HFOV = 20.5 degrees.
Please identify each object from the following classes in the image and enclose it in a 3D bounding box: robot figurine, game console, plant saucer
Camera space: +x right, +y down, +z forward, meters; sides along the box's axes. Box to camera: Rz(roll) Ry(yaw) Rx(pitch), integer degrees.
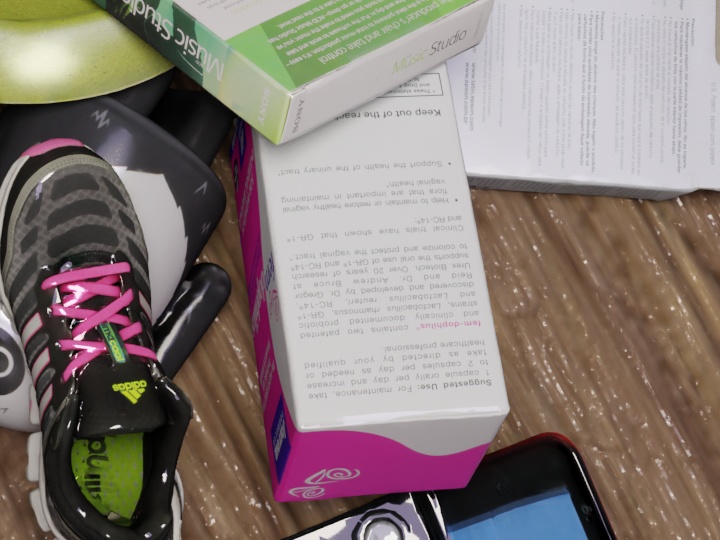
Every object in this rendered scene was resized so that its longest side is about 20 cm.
[{"bbox_3d":[-0.144,-0.017,0.991,0.150,0.125,0.200,29,78,8],"label":"robot figurine"},{"bbox_3d":[0.052,0.204,0.989,0.172,0.119,0.200,-21,84,-11],"label":"game console"},{"bbox_3d":[-0.165,-0.155,0.998,0.200,0.031,0.200,3,41,-2],"label":"plant saucer"}]

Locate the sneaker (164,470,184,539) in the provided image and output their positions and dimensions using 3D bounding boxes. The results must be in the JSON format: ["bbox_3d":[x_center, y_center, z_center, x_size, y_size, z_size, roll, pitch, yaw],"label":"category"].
[{"bbox_3d":[-0.137,0.182,0.982,0.076,0.088,0.200,13,81,-8],"label":"sneaker"}]

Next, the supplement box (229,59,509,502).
[{"bbox_3d":[0.000,0.000,0.964,0.103,0.101,0.200,-4,64,-12],"label":"supplement box"}]

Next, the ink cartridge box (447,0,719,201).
[{"bbox_3d":[0.127,-0.140,1.093,0.200,0.043,0.197,4,82,-10],"label":"ink cartridge box"}]

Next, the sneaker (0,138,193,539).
[{"bbox_3d":[-0.116,0.041,0.895,0.074,0.087,0.200,-9,103,-28],"label":"sneaker"}]

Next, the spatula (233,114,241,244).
[{"bbox_3d":[-0.057,-0.068,1.066,0.056,0.021,0.200,-21,84,-9],"label":"spatula"}]

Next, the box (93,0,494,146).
[{"bbox_3d":[-0.055,-0.149,0.961,0.200,0.036,0.144,38,47,26],"label":"box"}]
